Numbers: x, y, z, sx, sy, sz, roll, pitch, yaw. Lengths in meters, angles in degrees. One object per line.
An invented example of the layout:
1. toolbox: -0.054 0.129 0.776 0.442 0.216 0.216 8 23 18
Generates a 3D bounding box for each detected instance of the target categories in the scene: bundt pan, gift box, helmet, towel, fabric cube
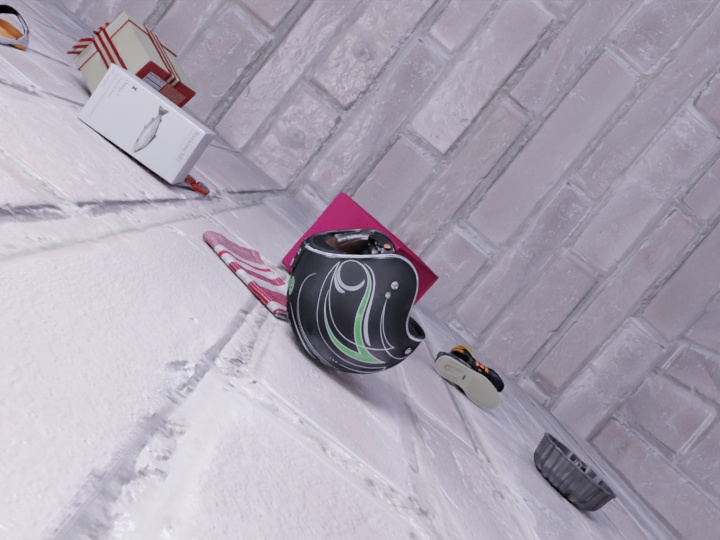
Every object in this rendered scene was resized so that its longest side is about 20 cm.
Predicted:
1. bundt pan: 0.475 0.465 1.451 0.202 0.076 0.202 40 6 -5
2. gift box: -0.513 -0.431 1.408 0.187 0.199 0.184 59 9 22
3. helmet: -0.005 0.050 0.900 0.199 0.192 0.200 2 18 -1
4. towel: -0.157 0.015 1.033 0.200 0.023 0.144 43 7 27
5. fabric cube: 0.000 0.000 1.315 0.199 0.200 0.196 46 7 34

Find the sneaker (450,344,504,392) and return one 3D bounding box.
1. sneaker: 0.358 0.316 2.003 0.200 0.070 0.090 42 21 23

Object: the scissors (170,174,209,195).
1. scissors: -0.344 -0.172 1.302 0.073 0.014 0.200 39 5 -16

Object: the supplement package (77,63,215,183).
1. supplement package: -0.388 -0.266 1.178 0.200 0.117 0.117 35 5 -9

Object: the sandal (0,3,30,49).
1. sandal: -0.676 -0.474 1.229 0.079 0.059 0.207 38 6 -24

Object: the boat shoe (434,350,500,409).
1. boat shoe: 0.275 0.277 1.630 0.200 0.072 0.068 38 9 -3
